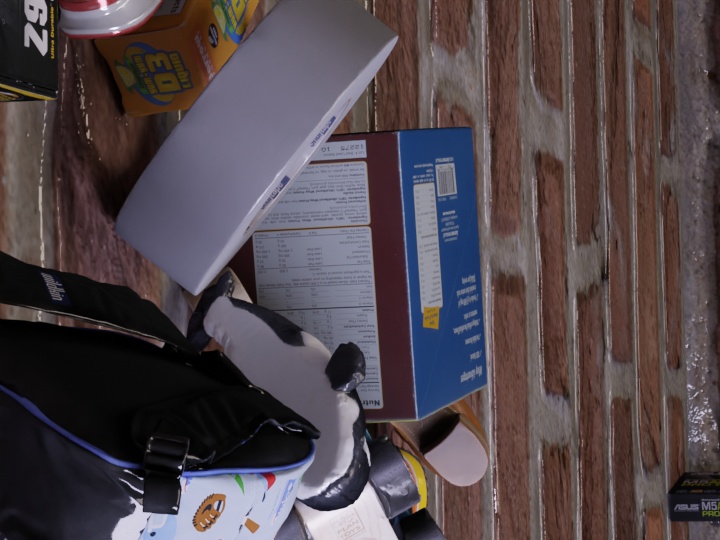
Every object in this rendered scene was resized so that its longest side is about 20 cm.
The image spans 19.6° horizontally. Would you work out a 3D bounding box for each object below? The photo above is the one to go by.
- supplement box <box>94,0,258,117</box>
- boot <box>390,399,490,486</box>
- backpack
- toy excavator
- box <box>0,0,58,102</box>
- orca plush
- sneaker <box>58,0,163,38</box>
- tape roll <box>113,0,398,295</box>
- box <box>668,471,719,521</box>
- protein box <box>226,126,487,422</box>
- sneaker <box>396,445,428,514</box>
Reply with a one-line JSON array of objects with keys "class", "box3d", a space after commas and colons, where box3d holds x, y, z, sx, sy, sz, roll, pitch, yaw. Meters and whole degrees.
[{"class": "supplement box", "box3d": [-0.104, -0.185, 1.334, 0.200, 0.069, 0.067, -70, 149, -43]}, {"class": "boot", "box3d": [0.038, 0.086, 1.709, 0.200, 0.077, 0.155, 49, 1, -4]}, {"class": "backpack", "box3d": [-0.121, 0.098, 1.027, 0.190, 0.200, 0.154, -3, 122, -52]}, {"class": "toy excavator", "box3d": [-0.042, 0.113, 1.338, 0.195, 0.100, 0.200, 64, -8, -30]}, {"class": "box", "box3d": [-0.208, -0.192, 1.050, 0.160, 0.049, 0.200, 11, 77, -73]}, {"class": "orca plush", "box3d": [-0.043, 0.087, 1.249, 0.105, 0.200, 0.071, -49, 133, -10]}, {"class": "sneaker", "box3d": [-0.133, -0.233, 1.235, 0.200, 0.078, 0.116, -71, 154, -50]}, {"class": "tape roll", "box3d": [-0.063, -0.082, 1.259, 0.200, 0.066, 0.200, -53, 180, 1]}, {"class": "box", "box3d": [0.570, 0.336, 3.106, 0.160, 0.200, 0.044, -22, 108, -70]}, {"class": "protein box", "box3d": [0.000, 0.000, 1.516, 0.199, 0.135, 0.200, -15, 102, -72]}, {"class": "sneaker", "box3d": [0.013, 0.245, 1.659, 0.090, 0.070, 0.200, -22, 109, -55]}]
